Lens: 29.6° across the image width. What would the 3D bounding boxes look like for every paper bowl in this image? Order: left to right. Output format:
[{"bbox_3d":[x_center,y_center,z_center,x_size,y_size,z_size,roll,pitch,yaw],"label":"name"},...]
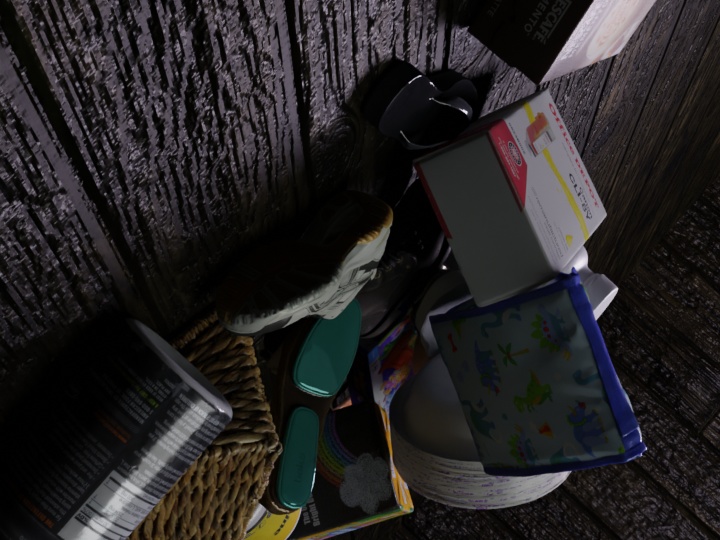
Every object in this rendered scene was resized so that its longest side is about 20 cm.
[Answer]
[{"bbox_3d":[0.128,0.151,1.435,0.200,0.199,0.105,-35,130,-42],"label":"paper bowl"}]

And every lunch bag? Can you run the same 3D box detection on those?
[{"bbox_3d":[0.172,0.092,1.252,0.127,0.171,0.200,-23,-177,-22],"label":"lunch bag"}]

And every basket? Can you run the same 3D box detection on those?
[{"bbox_3d":[-0.163,0.137,1.127,0.141,0.150,0.201,-5,147,-21],"label":"basket"}]

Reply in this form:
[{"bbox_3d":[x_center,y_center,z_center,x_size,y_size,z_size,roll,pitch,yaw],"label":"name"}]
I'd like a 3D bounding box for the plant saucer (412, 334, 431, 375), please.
[{"bbox_3d":[0.157,0.093,1.559,0.198,0.035,0.202,-10,119,-19],"label":"plant saucer"}]

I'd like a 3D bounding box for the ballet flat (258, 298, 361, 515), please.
[{"bbox_3d":[-0.057,0.111,1.184,0.068,0.072,0.202,25,72,-38],"label":"ballet flat"}]

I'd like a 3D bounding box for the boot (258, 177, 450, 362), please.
[{"bbox_3d":[0.000,0.000,1.261,0.174,0.069,0.201,-3,126,-61],"label":"boot"}]

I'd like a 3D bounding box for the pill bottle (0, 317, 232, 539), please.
[{"bbox_3d":[-0.191,0.140,0.957,0.200,0.106,0.106,-48,166,-3],"label":"pill bottle"}]

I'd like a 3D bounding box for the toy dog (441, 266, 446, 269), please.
[{"bbox_3d":[0.161,0.083,1.676,0.139,0.200,0.195,-29,156,-51],"label":"toy dog"}]

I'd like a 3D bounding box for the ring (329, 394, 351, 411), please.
[{"bbox_3d":[-0.010,0.123,1.639,0.200,0.019,0.201,-46,166,-14],"label":"ring"}]

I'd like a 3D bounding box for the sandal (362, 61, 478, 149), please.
[{"bbox_3d":[0.056,-0.127,1.136,0.076,0.043,0.200,-53,165,17],"label":"sandal"}]

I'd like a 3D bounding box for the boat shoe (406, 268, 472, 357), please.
[{"bbox_3d":[0.076,0.033,1.401,0.070,0.064,0.200,-28,163,-10],"label":"boat shoe"}]

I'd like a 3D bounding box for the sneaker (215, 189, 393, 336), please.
[{"bbox_3d":[-0.040,0.015,1.116,0.200,0.075,0.088,-35,145,-41],"label":"sneaker"}]

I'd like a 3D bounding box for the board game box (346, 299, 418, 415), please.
[{"bbox_3d":[0.043,0.090,1.571,0.134,0.045,0.201,-45,153,-21],"label":"board game box"}]

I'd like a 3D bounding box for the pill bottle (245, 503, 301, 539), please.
[{"bbox_3d":[-0.119,0.219,1.337,0.113,0.112,0.200,-47,161,-6],"label":"pill bottle"}]

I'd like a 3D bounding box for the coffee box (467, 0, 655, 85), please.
[{"bbox_3d":[0.190,-0.239,1.172,0.200,0.080,0.115,-28,155,-55],"label":"coffee box"}]

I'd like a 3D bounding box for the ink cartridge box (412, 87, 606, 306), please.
[{"bbox_3d":[0.143,-0.073,1.261,0.083,0.146,0.200,-23,-172,28],"label":"ink cartridge box"}]

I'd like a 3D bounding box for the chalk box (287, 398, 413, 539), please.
[{"bbox_3d":[-0.057,0.232,1.496,0.198,0.126,0.124,-17,167,6],"label":"chalk box"}]

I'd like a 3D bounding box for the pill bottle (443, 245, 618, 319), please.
[{"bbox_3d":[0.171,-0.010,1.466,0.116,0.200,0.116,-45,166,-15],"label":"pill bottle"}]
